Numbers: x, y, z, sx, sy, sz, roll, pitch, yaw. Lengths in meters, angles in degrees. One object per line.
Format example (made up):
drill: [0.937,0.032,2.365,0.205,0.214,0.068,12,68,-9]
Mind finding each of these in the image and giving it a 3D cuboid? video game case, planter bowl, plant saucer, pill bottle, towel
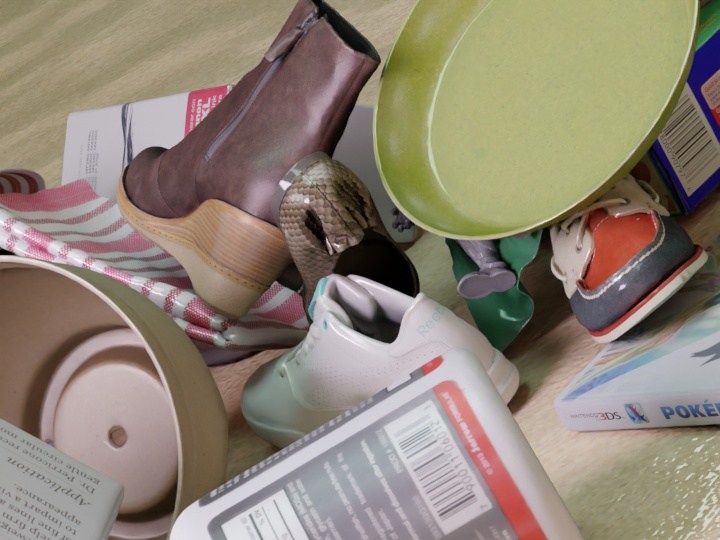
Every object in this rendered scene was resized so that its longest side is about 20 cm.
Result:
video game case: [0.211,0.007,1.361,0.182,0.022,0.200,-8,29,51]
planter bowl: [-0.149,0.091,1.485,0.200,0.201,0.135,-23,-8,23]
plant saucer: [0.093,-0.100,1.451,0.199,0.031,0.201,-23,51,31]
pill bottle: [-0.011,0.130,1.236,0.200,0.116,0.116,-31,18,2]
towel: [-0.120,-0.004,1.631,0.146,0.199,0.030,-4,-63,-67]

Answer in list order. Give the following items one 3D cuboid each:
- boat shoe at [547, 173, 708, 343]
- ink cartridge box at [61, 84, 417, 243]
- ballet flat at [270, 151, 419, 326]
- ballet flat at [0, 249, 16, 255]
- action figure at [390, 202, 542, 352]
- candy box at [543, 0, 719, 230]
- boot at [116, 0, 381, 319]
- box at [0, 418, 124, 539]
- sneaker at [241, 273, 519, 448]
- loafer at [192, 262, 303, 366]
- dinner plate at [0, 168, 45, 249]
boat shoe: [0.126,-0.016,1.443,0.071,0.063,0.200,-35,9,7]
ink cartridge box: [-0.078,-0.059,1.789,0.144,0.085,0.200,6,-6,-35]
ballet flat: [0.000,0.000,1.530,0.046,0.200,0.067,40,78,25]
ballet flat: [-0.189,0.004,1.755,0.200,0.066,0.057,1,74,50]
action figure: [0.049,-0.054,1.560,0.054,0.119,0.200,9,24,-20]
candy box: [0.149,-0.096,1.642,0.169,0.077,0.200,-42,20,-33]
boot: [-0.058,-0.076,1.590,0.167,0.072,0.200,-62,27,10]
box: [-0.242,0.154,1.298,0.200,0.198,0.131,-59,5,26]
sneaker: [-0.006,0.040,1.501,0.200,0.089,0.075,-10,36,51]
loafer: [-0.108,0.018,1.760,0.199,0.071,0.073,-18,22,35]
dinner plate: [-0.276,-0.009,1.692,0.200,0.024,0.200,-32,-10,-6]
